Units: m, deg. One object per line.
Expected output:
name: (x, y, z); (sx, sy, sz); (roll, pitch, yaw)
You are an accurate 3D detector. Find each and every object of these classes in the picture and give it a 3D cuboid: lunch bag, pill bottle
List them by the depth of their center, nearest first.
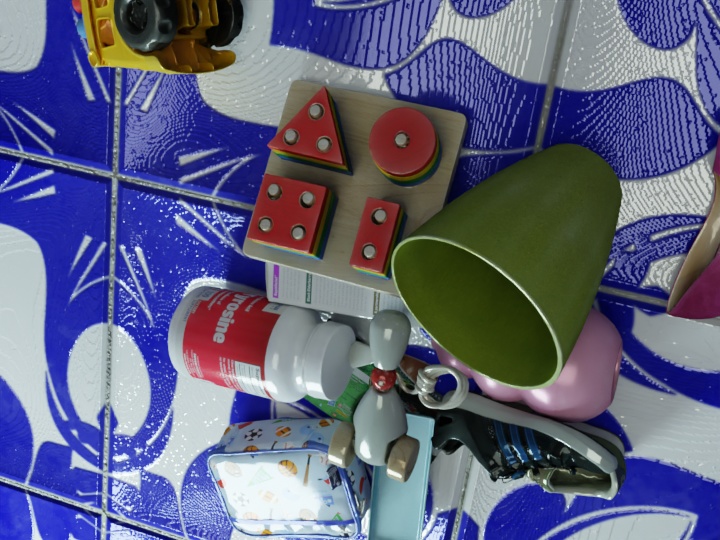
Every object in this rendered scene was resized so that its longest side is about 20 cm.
pill bottle: (-0.111, 0.087, 0.963); (0.198, 0.112, 0.113); (9, 111, 24)
lunch bag: (-0.083, 0.266, 1.046); (0.198, 0.076, 0.162); (-4, 114, 22)

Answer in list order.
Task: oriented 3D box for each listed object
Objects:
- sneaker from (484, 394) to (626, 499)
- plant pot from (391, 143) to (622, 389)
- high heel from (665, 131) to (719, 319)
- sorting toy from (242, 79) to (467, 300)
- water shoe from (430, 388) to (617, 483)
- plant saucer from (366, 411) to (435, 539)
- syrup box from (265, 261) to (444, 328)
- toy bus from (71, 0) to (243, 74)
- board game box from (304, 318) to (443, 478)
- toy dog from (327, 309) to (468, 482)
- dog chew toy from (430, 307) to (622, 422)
sneaker: (0.197, 0.198, 0.923); (0.198, 0.090, 0.068); (14, 113, 6)
plant pot: (0.162, -0.024, 0.803); (0.186, 0.200, 0.188); (34, 153, 20)
high heel: (0.340, -0.045, 0.820); (0.095, 0.068, 0.201); (-11, 118, 9)
sorting toy: (-0.012, -0.092, 0.862); (0.198, 0.070, 0.201); (14, 84, 15)
water shoe: (0.167, 0.188, 0.872); (0.199, 0.071, 0.080); (15, 77, 37)
plant saucer: (0.049, 0.258, 1.016); (0.069, 0.019, 0.202); (9, 110, 14)
syrup box: (0.000, 0.000, 0.933); (0.198, 0.079, 0.082); (10, 111, 14)
toy bus: (-0.237, -0.310, 0.889); (0.191, 0.135, 0.202); (6, 108, 32)
board game box: (0.017, 0.155, 1.011); (0.199, 0.023, 0.105); (35, 117, 3)
toy dog: (0.034, 0.134, 0.913); (0.131, 0.096, 0.201); (33, 116, 6)
dog chew toy: (0.172, 0.087, 0.892); (0.198, 0.124, 0.126); (11, 111, 23)
